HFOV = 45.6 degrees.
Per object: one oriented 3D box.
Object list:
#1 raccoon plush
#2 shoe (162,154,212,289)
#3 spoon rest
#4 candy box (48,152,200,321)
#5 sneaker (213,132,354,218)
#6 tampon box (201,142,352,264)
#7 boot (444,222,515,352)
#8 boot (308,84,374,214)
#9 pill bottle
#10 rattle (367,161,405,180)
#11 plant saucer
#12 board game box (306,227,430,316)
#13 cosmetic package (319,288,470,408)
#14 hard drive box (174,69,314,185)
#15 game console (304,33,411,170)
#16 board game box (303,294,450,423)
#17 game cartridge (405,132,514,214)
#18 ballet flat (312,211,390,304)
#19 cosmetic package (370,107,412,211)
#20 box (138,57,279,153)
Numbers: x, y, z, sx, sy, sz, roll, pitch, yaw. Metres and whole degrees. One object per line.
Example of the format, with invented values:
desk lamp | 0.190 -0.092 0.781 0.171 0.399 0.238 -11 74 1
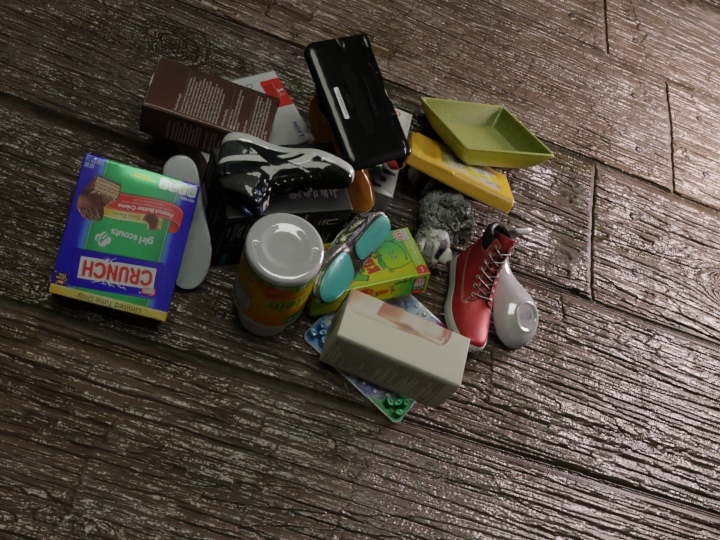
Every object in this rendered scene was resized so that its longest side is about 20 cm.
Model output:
raccoon plush | 0.105 -0.084 1.488 0.133 0.098 0.200 -28 47 -20
shoe | -0.269 -0.073 1.322 0.070 0.091 0.203 -5 92 -11
spoon rest | 0.260 0.030 1.450 0.098 0.060 0.203 -2 92 -36
candy box | -0.335 -0.045 1.222 0.167 0.077 0.203 15 89 -13
sneaker | -0.112 -0.119 1.232 0.197 0.073 0.113 12 62 -5
tampon box | -0.137 -0.104 1.341 0.198 0.150 0.128 -5 64 -24
boot | 0.202 0.021 1.390 0.072 0.144 0.202 20 48 -19
boot | -0.032 -0.196 1.388 0.070 0.144 0.203 -25 82 -8
pill bottle | -0.125 0.016 1.241 0.110 0.201 0.112 7 59 -12
rattle | 0.019 -0.257 1.507 0.130 0.143 0.200 -42 88 3
plant saucer | 0.227 -0.248 1.594 0.198 0.048 0.200 0 36 -27
board game box | 0.000 0.000 1.368 0.198 0.048 0.102 -12 53 -18
cosmetic package | 0.051 0.118 1.284 0.198 0.104 0.088 24 56 -8
hard drive box | -0.204 -0.234 1.437 0.198 0.077 0.157 -22 72 -31
game console | -0.006 -0.251 1.342 0.174 0.116 0.202 -20 87 -33
board game box | 0.043 0.107 1.365 0.200 0.026 0.200 42 55 6
game cartridge | 0.174 -0.180 1.527 0.198 0.033 0.177 27 21 -7
ballet flat | -0.029 -0.021 1.316 0.072 0.072 0.201 38 54 4
cosmetic package | 0.033 -0.208 1.531 0.082 0.051 0.202 20 56 -10
box | -0.235 -0.244 1.340 0.198 0.075 0.101 18 57 -13
